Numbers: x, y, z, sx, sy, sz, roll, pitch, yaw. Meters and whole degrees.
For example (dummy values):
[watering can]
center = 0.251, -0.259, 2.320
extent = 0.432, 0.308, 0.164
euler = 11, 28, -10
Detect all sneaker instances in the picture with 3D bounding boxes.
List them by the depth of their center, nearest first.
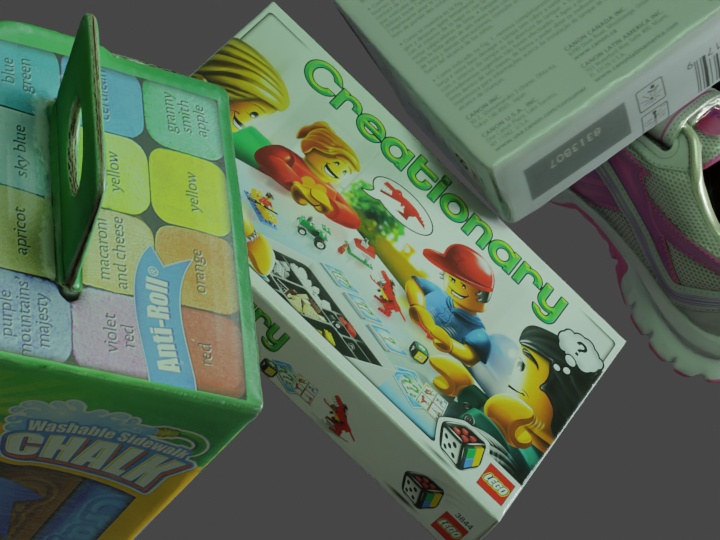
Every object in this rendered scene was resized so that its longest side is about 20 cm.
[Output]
[sneaker]
center = 0.125, -0.055, 1.034
extent = 0.200, 0.088, 0.081
euler = 50, 44, 5

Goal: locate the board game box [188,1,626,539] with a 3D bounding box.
[board game box]
center = 0.000, 0.000, 0.938
extent = 0.200, 0.035, 0.126
euler = 44, 43, -2

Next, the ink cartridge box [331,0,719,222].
[ink cartridge box]
center = 0.068, -0.136, 1.017
extent = 0.162, 0.057, 0.200
euler = -35, 53, -7

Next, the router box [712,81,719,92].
[router box]
center = 0.134, -0.171, 1.114
extent = 0.200, 0.062, 0.150
euler = 38, 41, 13

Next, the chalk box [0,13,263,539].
[chalk box]
center = -0.110, 0.006, 0.730
extent = 0.124, 0.200, 0.125
euler = 15, 52, -28
